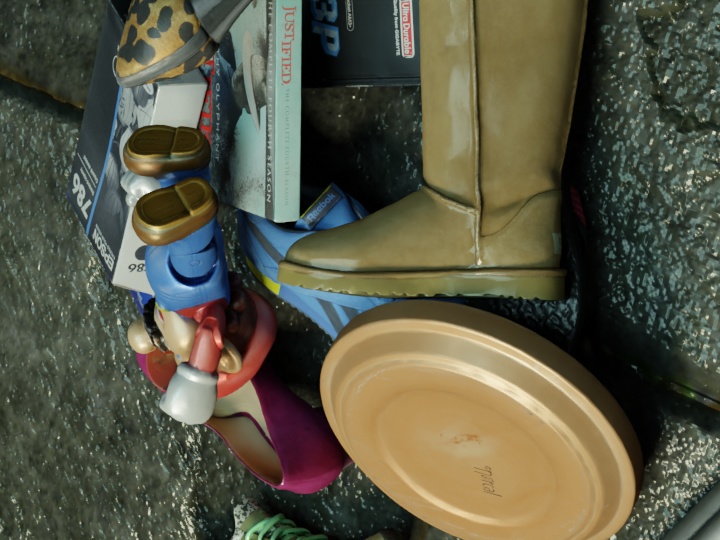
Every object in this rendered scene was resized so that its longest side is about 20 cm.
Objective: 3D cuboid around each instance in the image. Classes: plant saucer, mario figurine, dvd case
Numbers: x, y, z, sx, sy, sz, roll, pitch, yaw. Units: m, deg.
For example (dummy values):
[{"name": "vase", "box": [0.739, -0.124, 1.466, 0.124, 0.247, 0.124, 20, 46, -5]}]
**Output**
[{"name": "plant saucer", "box": [0.066, 0.099, 1.091, 0.199, 0.032, 0.201, 20, 142, 16]}, {"name": "mario figurine", "box": [-0.118, 0.011, 1.142, 0.105, 0.124, 0.201, 17, 144, 20]}, {"name": "dvd case", "box": [-0.089, -0.118, 1.165, 0.200, 0.022, 0.148, 22, 114, 58]}]

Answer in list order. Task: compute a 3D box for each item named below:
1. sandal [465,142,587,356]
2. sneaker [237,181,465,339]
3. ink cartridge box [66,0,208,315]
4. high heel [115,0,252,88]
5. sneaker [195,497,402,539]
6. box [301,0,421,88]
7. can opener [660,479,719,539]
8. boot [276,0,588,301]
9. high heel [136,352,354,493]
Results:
[{"name": "sandal", "box": [0.103, -0.026, 1.105, 0.074, 0.045, 0.202, -3, 83, 29]}, {"name": "sneaker", "box": [0.000, 0.000, 1.148, 0.199, 0.066, 0.079, 33, 147, 28]}, {"name": "ink cartridge box", "box": [-0.152, -0.068, 1.229, 0.100, 0.039, 0.201, 56, 141, 41]}, {"name": "high heel", "box": [-0.122, -0.184, 1.100, 0.143, 0.072, 0.200, -44, 38, -6]}, {"name": "sneaker", "box": [-0.059, 0.190, 1.242, 0.199, 0.077, 0.089, -25, 76, 34]}, {"name": "box", "box": [-0.016, -0.212, 1.144, 0.158, 0.046, 0.202, 4, 101, 36]}, {"name": "can opener", "box": [0.185, 0.198, 1.090, 0.067, 0.053, 0.200, 32, 121, -10]}, {"name": "boot", "box": [0.041, -0.085, 1.069, 0.173, 0.066, 0.202, 1, 88, 4]}, {"name": "high heel", "box": [-0.090, 0.086, 1.224, 0.199, 0.096, 0.068, 18, 109, 32]}]
